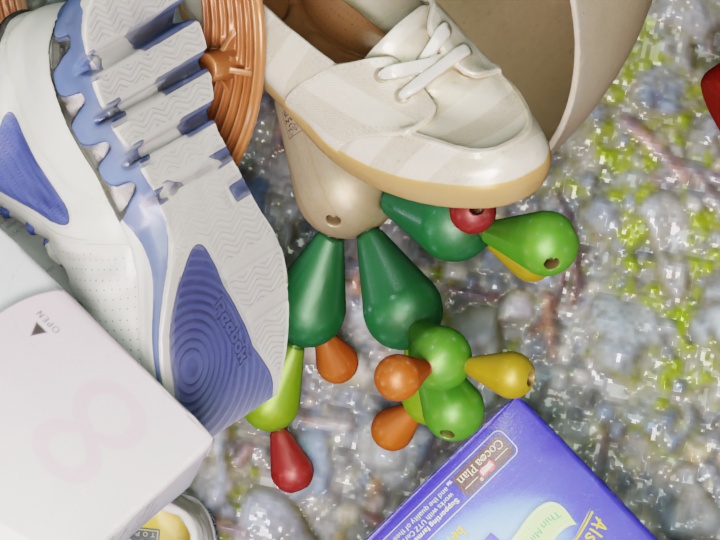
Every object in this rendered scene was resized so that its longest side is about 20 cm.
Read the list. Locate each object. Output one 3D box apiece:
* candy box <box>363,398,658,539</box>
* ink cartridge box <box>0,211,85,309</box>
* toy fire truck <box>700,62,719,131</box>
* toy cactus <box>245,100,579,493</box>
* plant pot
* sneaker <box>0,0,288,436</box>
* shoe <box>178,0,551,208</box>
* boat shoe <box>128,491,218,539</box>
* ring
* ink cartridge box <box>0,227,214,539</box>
[{"bbox_3d":[0.075,0.185,1.267,0.169,0.077,0.200,-43,82,-6],"label":"candy box"},{"bbox_3d":[-0.198,-0.030,1.279,0.200,0.067,0.117,46,43,7],"label":"ink cartridge box"},{"bbox_3d":[0.230,-0.062,1.251,0.112,0.168,0.201,-32,83,-3],"label":"toy fire truck"},{"bbox_3d":[0.000,0.000,1.256,0.102,0.200,0.166,-15,76,-39],"label":"toy cactus"},{"bbox_3d":[0.053,-0.150,1.273,0.134,0.200,0.201,-34,81,-39],"label":"plant pot"},{"bbox_3d":[-0.106,-0.027,1.232,0.080,0.115,0.201,-27,108,-42],"label":"sneaker"},{"bbox_3d":[-0.005,-0.090,1.211,0.200,0.054,0.070,34,59,29],"label":"shoe"},{"bbox_3d":[-0.163,0.117,1.275,0.200,0.086,0.075,4,82,1],"label":"boat shoe"},{"bbox_3d":[-0.112,-0.118,1.265,0.019,0.200,0.201,-19,80,-38],"label":"ring"},{"bbox_3d":[-0.181,0.077,1.144,0.162,0.057,0.200,43,55,10],"label":"ink cartridge box"}]
